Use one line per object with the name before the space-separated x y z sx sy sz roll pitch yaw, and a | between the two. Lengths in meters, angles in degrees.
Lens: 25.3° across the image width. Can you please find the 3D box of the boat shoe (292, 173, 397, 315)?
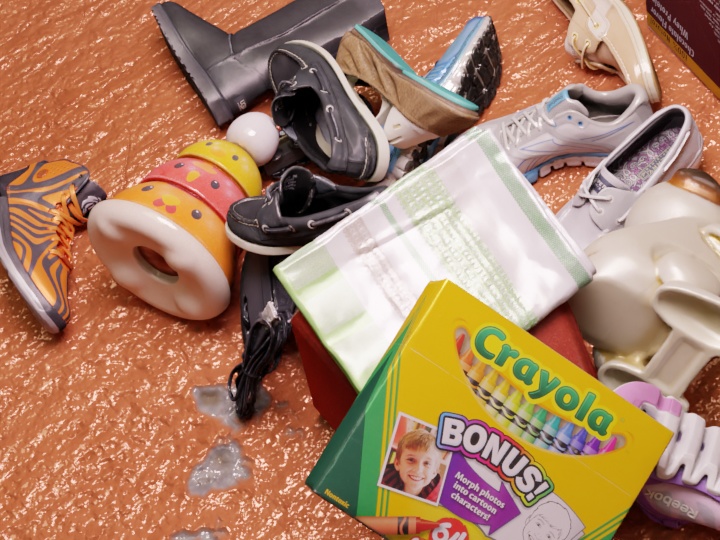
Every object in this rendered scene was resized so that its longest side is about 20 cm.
boat shoe | 0.000 0.000 1.406 0.075 0.072 0.201 -17 38 41

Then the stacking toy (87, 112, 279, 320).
stacking toy | -0.139 -0.070 1.443 0.145 0.147 0.201 18 58 24

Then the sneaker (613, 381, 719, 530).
sneaker | 0.263 0.167 1.224 0.199 0.089 0.081 29 44 5

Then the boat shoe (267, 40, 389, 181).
boat shoe | -0.048 -0.146 1.463 0.066 0.075 0.200 -8 47 -31

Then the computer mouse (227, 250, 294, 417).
computer mouse | -0.081 0.014 1.385 0.052 0.139 0.201 21 49 -6

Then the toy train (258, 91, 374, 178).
toy train | -0.079 -0.115 1.527 0.199 0.034 0.046 -31 51 -10

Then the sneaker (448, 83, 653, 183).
sneaker | 0.170 -0.132 1.449 0.198 0.087 0.075 -12 55 6

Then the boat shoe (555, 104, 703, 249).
boat shoe | 0.220 -0.065 1.391 0.200 0.069 0.072 -39 55 -4

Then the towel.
towel | 0.055 0.000 1.177 0.199 0.031 0.150 -34 75 -11

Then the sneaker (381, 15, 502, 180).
sneaker | 0.063 -0.170 1.507 0.090 0.079 0.200 21 62 29

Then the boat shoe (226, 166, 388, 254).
boat shoe | -0.042 -0.050 1.297 0.074 0.067 0.199 -31 29 -32

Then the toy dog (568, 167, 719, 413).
toy dog | 0.244 0.006 1.300 0.193 0.140 0.200 27 38 12

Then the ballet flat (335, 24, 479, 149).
ballet flat | 0.033 -0.154 1.440 0.200 0.068 0.073 41 105 44

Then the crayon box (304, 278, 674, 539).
crayon box | 0.090 0.132 1.125 0.199 0.058 0.173 34 84 -8

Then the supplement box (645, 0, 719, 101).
supplement box | 0.358 -0.260 1.423 0.132 0.201 0.198 -29 54 -8

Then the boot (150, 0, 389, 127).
boot | -0.091 -0.249 1.604 0.199 0.066 0.165 -31 62 -6

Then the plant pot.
plant pot | 0.083 0.089 1.258 0.199 0.200 0.177 -31 67 -10

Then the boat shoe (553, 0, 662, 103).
boat shoe | 0.225 -0.223 1.516 0.069 0.074 0.201 -24 50 7

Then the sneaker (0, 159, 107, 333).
sneaker | -0.283 -0.037 1.492 0.111 0.078 0.201 -27 54 -5
